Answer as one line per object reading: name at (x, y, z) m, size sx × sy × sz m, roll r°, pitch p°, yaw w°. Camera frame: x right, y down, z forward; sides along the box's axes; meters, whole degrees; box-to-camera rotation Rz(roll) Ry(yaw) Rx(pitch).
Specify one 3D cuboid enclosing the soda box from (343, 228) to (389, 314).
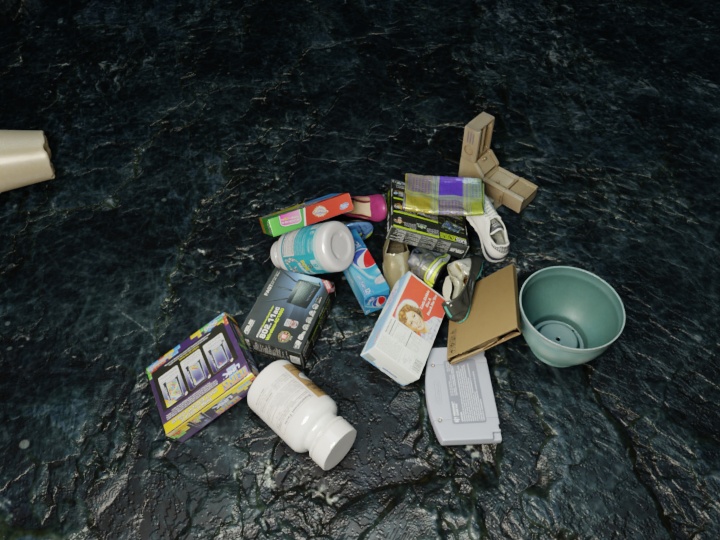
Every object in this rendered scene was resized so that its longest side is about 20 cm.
soda box at (0.000, 0.000, 1.260) m, size 0.063 × 0.068 × 0.201 m, roll -19°, pitch 52°, yaw -13°

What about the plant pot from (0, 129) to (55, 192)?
plant pot at (-0.960, -0.308, 1.504) m, size 0.181 × 0.202 × 0.202 m, roll -13°, pitch 49°, yaw -23°

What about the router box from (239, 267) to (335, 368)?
router box at (-0.156, 0.098, 1.189) m, size 0.148 × 0.063 × 0.202 m, roll 12°, pitch 52°, yaw 15°

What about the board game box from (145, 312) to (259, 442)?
board game box at (-0.309, 0.207, 1.074) m, size 0.199 × 0.057 × 0.166 m, roll -35°, pitch 55°, yaw -1°

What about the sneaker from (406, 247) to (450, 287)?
sneaker at (0.149, -0.021, 1.205) m, size 0.080 × 0.200 × 0.074 m, roll 33°, pitch 98°, yaw 6°

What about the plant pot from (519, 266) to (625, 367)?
plant pot at (0.411, 0.112, 1.103) m, size 0.197 × 0.135 × 0.202 m, roll -1°, pitch 49°, yaw 1°

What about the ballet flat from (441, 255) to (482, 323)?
ballet flat at (0.217, 0.020, 1.168) m, size 0.068 × 0.068 × 0.201 m, roll 41°, pitch 44°, yaw -17°

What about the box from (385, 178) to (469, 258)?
box at (0.160, -0.130, 1.328) m, size 0.197 × 0.048 × 0.195 m, roll 13°, pitch 45°, yaw -10°

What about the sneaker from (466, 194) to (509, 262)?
sneaker at (0.308, -0.123, 1.310) m, size 0.075 × 0.081 × 0.202 m, roll -20°, pitch 69°, yaw -5°

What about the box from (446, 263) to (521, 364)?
box at (0.250, 0.086, 1.113) m, size 0.162 × 0.021 × 0.201 m, roll -32°, pitch 24°, yaw 30°

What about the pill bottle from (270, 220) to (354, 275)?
pill bottle at (-0.116, -0.046, 1.244) m, size 0.198 × 0.111 × 0.111 m, roll -6°, pitch 41°, yaw 41°

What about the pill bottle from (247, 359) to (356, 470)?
pill bottle at (-0.107, 0.268, 1.010) m, size 0.199 × 0.115 × 0.114 m, roll 35°, pitch 59°, yaw 27°

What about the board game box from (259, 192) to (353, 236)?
board game box at (-0.132, -0.134, 1.289) m, size 0.197 × 0.041 × 0.153 m, roll -21°, pitch 13°, yaw -16°

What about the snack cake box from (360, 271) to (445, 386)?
snack cake box at (0.095, 0.118, 1.125) m, size 0.114 × 0.067 × 0.201 m, roll 35°, pitch 55°, yaw -9°

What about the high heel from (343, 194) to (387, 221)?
high heel at (-0.003, -0.152, 1.341) m, size 0.095 × 0.069 × 0.200 m, roll -6°, pitch 7°, yaw -19°

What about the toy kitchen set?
toy kitchen set at (0.333, -0.251, 1.382) m, size 0.199 × 0.182 × 0.163 m, roll 36°, pitch 61°, yaw 27°

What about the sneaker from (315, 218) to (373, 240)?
sneaker at (-0.065, -0.106, 1.350) m, size 0.196 × 0.071 × 0.084 m, roll -5°, pitch 47°, yaw -4°

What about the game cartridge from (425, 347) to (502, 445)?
game cartridge at (0.194, 0.243, 1.069) m, size 0.131 × 0.041 × 0.202 m, roll 0°, pitch 50°, yaw -2°

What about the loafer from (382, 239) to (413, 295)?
loafer at (0.083, -0.008, 1.263) m, size 0.075 × 0.068 × 0.202 m, roll -7°, pitch 50°, yaw -3°

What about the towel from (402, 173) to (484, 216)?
towel at (0.199, -0.184, 1.308) m, size 0.197 × 0.023 × 0.145 m, roll 7°, pitch 45°, yaw 8°
